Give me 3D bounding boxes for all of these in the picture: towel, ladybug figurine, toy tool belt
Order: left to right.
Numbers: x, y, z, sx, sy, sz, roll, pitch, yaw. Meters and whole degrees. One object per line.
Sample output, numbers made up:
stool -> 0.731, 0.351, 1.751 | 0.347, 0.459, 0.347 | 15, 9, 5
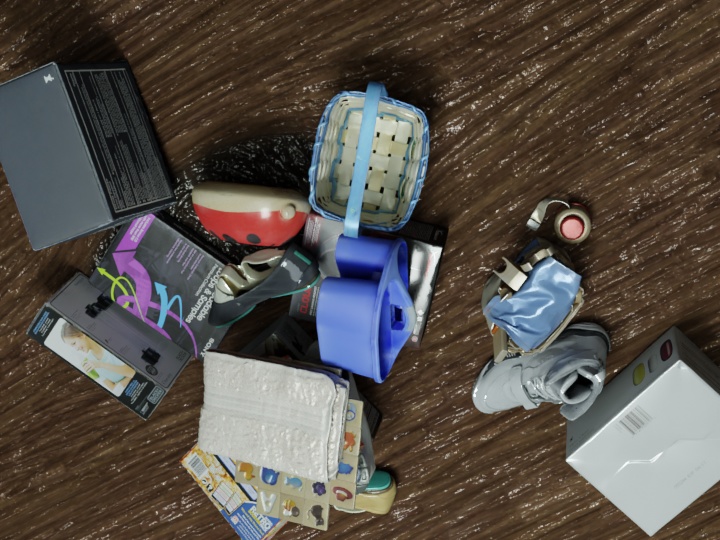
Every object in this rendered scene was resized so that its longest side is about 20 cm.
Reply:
ladybug figurine -> -0.138, -0.071, 1.592 | 0.135, 0.200, 0.073 | 4, 94, -30
towel -> -0.109, 0.175, 1.549 | 0.199, 0.034, 0.134 | 9, 97, 24
toy tool belt -> 0.224, 0.017, 1.586 | 0.124, 0.123, 0.201 | 31, 112, -1

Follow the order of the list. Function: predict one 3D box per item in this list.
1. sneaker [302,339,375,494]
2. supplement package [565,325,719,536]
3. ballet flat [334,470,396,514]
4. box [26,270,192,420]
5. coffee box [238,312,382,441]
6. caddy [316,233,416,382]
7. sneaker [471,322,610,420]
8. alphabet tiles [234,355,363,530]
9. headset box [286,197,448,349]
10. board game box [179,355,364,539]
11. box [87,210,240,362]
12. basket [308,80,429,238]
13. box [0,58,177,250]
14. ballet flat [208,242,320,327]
sneaker -> -0.028, 0.185, 1.640 | 0.074, 0.087, 0.201 | -12, 90, 16
supplement package -> 0.385, 0.204, 1.629 | 0.156, 0.111, 0.200 | 42, 111, -6
ballet flat -> -0.049, 0.309, 1.778 | 0.198, 0.069, 0.063 | 6, 125, 10
box -> -0.337, 0.100, 1.730 | 0.200, 0.117, 0.060 | 37, 115, -5
coffee box -> -0.079, 0.173, 1.724 | 0.113, 0.080, 0.200 | -39, 99, 20
caddy -> 0.017, 0.045, 1.529 | 0.104, 0.142, 0.201 | 12, 147, 11
sneaker -> 0.229, 0.145, 1.632 | 0.199, 0.115, 0.075 | -28, 110, 18
alphabet tiles -> -0.076, 0.210, 1.560 | 0.165, 0.006, 0.202 | 8, 98, 23
headset box -> 0.000, 0.000, 1.649 | 0.199, 0.075, 0.150 | 15, 112, 5
board game box -> -0.114, 0.231, 1.608 | 0.200, 0.046, 0.152 | -46, 77, 21
box -> -0.250, 0.015, 1.724 | 0.199, 0.036, 0.143 | 34, 112, -3
basket -> 0.011, -0.134, 1.522 | 0.138, 0.200, 0.178 | 12, 97, 7
box -> -0.346, -0.148, 1.579 | 0.123, 0.198, 0.201 | -18, 94, 16
ballet flat -> -0.138, 0.013, 1.628 | 0.199, 0.073, 0.073 | -23, 105, 37
